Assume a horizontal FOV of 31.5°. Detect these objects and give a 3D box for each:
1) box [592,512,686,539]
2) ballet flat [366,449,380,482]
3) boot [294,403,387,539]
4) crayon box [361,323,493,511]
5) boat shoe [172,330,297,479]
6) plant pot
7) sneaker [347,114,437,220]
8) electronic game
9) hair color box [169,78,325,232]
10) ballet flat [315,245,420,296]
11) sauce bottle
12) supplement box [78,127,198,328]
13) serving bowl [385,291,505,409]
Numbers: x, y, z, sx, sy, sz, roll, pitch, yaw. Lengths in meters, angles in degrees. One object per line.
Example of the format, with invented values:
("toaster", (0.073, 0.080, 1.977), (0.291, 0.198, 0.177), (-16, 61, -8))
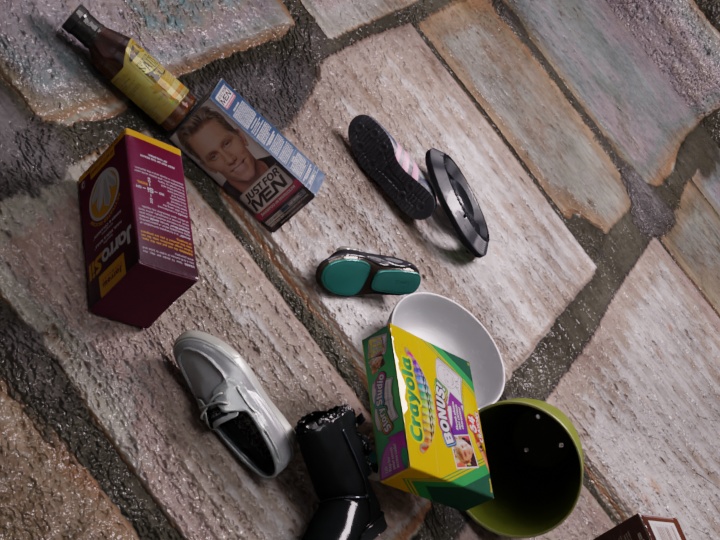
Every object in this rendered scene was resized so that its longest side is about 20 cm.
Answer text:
("box", (0.347, 0.411, 1.756), (0.099, 0.200, 0.076), (15, 44, -43))
("ballet flat", (0.064, 0.248, 1.693), (0.070, 0.069, 0.200), (53, 31, 3))
("boot", (-0.038, 0.255, 1.503), (0.198, 0.073, 0.165), (-24, 98, -63))
("crayon box", (0.086, 0.190, 1.644), (0.172, 0.058, 0.202), (28, 43, -43))
("boat shoe", (-0.151, 0.159, 1.494), (0.201, 0.070, 0.072), (50, 27, -9))
("plant pot", (0.238, 0.259, 1.814), (0.188, 0.186, 0.200), (55, 18, 6))
("sneaker", (0.052, -0.169, 2.086), (0.201, 0.070, 0.082), (54, 15, -2))
("electronic game", (0.162, -0.114, 2.142), (0.201, 0.041, 0.201), (55, 17, -27))
("hair color box", (-0.156, -0.156, 1.766), (0.200, 0.100, 0.061), (42, 35, -15))
("ballet flat", (0.000, 0.000, 1.852), (0.198, 0.073, 0.074), (6, 54, -41))
("sauce bottle", (-0.312, -0.274, 1.716), (0.200, 0.066, 0.066), (41, 34, -18))
("supplement box", (-0.266, -0.050, 1.515), (0.085, 0.110, 0.202), (20, 44, -39))
("serving bowl", (0.111, 0.132, 1.841), (0.198, 0.066, 0.202), (22, 42, -22))
